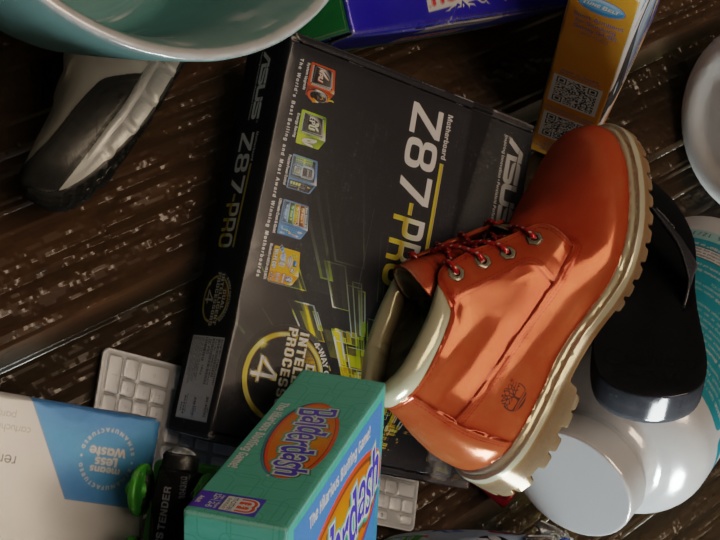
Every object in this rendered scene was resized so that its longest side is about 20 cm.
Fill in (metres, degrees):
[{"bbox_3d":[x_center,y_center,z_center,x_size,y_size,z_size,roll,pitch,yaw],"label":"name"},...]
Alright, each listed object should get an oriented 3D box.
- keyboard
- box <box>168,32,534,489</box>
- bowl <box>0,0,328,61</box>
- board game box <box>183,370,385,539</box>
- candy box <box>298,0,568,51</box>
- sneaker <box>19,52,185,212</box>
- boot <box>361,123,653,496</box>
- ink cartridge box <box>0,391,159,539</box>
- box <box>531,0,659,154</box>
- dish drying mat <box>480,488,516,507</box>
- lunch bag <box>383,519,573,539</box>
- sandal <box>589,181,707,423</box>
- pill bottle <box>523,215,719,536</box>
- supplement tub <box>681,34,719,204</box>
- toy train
[{"bbox_3d":[-0.047,0.089,0.731,0.200,0.011,0.056,19,75,-34],"label":"keyboard"},{"bbox_3d":[0.000,0.000,0.731,0.161,0.049,0.200,17,80,-35],"label":"box"},{"bbox_3d":[-0.107,-0.166,0.577,0.201,0.105,0.201,11,72,-36],"label":"bowl"},{"bbox_3d":[-0.032,0.164,0.629,0.152,0.045,0.200,-48,143,-66],"label":"board game box"},{"bbox_3d":[0.016,-0.223,0.763,0.169,0.077,0.200,-15,94,-38],"label":"candy box"},{"bbox_3d":[-0.115,-0.117,0.672,0.080,0.074,0.200,31,64,-15],"label":"sneaker"},{"bbox_3d":[0.073,-0.001,0.712,0.107,0.075,0.200,33,73,-27],"label":"boot"},{"bbox_3d":[-0.164,0.149,0.599,0.116,0.067,0.200,15,81,-35],"label":"ink cartridge box"},{"bbox_3d":[0.144,-0.154,0.790,0.041,0.200,0.119,25,68,7],"label":"box"},{"bbox_3d":[0.038,0.040,0.793,0.200,0.018,0.077,49,61,-23],"label":"dish drying mat"},{"bbox_3d":[0.072,0.233,0.770,0.160,0.076,0.200,10,81,-38],"label":"lunch bag"},{"bbox_3d":[0.149,-0.002,0.768,0.076,0.200,0.043,-2,128,-2],"label":"sandal"},{"bbox_3d":[0.165,0.061,0.812,0.200,0.111,0.111,-42,110,-41],"label":"pill bottle"},{"bbox_3d":[0.322,-0.106,0.946,0.200,0.132,0.132,-10,92,-38],"label":"supplement tub"},{"bbox_3d":[-0.086,0.173,0.598,0.056,0.042,0.200,32,66,-75],"label":"toy train"}]
